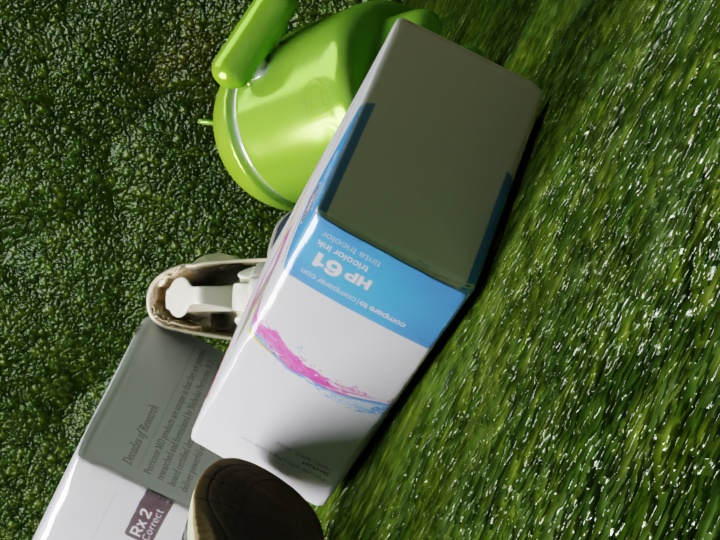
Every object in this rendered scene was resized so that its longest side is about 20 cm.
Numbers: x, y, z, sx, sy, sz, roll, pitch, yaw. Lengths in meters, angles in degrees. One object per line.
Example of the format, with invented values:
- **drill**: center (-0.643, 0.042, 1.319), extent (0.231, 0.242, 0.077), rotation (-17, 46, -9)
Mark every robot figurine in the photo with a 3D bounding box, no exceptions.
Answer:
- **robot figurine**: center (-0.015, -0.104, 1.311), extent (0.200, 0.175, 0.116), rotation (-16, 51, 44)

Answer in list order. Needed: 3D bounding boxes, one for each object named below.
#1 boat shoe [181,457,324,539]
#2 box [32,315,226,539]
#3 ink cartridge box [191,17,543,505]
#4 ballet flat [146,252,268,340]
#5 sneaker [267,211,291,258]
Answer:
- **boat shoe**: center (-0.062, 0.151, 0.926), extent (0.065, 0.073, 0.200), rotation (-56, 7, 18)
- **box**: center (-0.134, 0.171, 1.266), extent (0.199, 0.130, 0.200), rotation (-62, 5, 24)
- **ink cartridge box**: center (0.000, 0.000, 0.999), extent (0.200, 0.084, 0.145), rotation (120, 174, -48)
- **ballet flat**: center (-0.065, 0.021, 1.235), extent (0.200, 0.069, 0.070), rotation (1, 60, 52)
- **sneaker**: center (-0.017, -0.007, 1.339), extent (0.200, 0.075, 0.085), rotation (-93, 26, -60)
